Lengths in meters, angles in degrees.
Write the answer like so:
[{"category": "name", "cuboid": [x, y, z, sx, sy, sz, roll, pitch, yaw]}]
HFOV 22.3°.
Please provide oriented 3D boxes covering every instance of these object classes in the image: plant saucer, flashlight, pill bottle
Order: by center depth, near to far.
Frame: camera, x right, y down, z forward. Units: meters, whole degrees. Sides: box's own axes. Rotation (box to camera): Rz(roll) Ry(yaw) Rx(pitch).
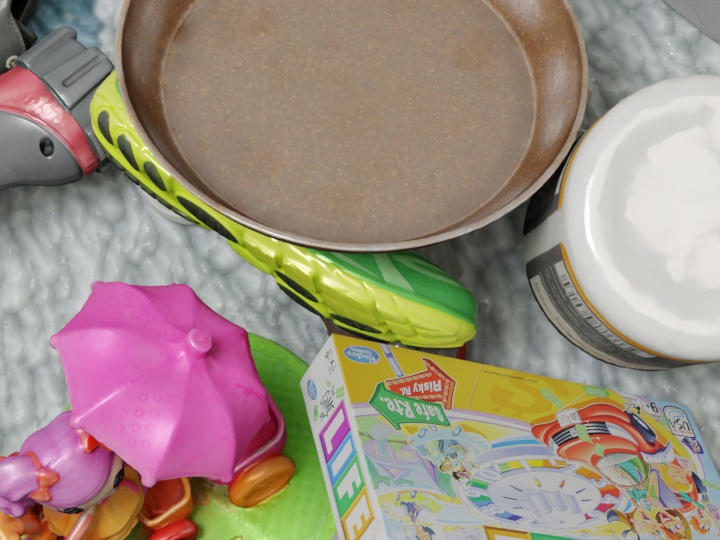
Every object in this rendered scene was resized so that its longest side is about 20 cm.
[{"category": "plant saucer", "cuboid": [-0.004, -0.084, 0.779, 0.199, 0.035, 0.201, 3, 57, -5]}, {"category": "pill bottle", "cuboid": [0.133, -0.014, 0.811, 0.116, 0.200, 0.117, 0, 86, -2]}, {"category": "flashlight", "cuboid": [-0.192, -0.028, 0.837, 0.200, 0.068, 0.068, -42, 117, -16]}]

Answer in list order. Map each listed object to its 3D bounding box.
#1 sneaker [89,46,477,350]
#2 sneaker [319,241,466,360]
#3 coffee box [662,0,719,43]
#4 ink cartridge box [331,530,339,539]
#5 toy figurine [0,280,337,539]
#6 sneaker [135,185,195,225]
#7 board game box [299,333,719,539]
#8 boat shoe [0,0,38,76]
[{"category": "sneaker", "cuboid": [-0.025, -0.037, 0.808, 0.200, 0.074, 0.084, 37, 79, 2]}, {"category": "sneaker", "cuboid": [0.000, 0.000, 0.888, 0.082, 0.077, 0.201, -5, 83, 26]}, {"category": "coffee box", "cuboid": [0.199, -0.228, 0.894, 0.114, 0.080, 0.200, 39, 86, 3]}, {"category": "ink cartridge box", "cuboid": [0.067, 0.189, 0.830, 0.200, 0.067, 0.117, 27, 111, -9]}, {"category": "toy figurine", "cuboid": [-0.105, 0.078, 0.792, 0.200, 0.184, 0.150, -31, 69, -8]}, {"category": "sneaker", "cuboid": [-0.083, -0.126, 0.867, 0.073, 0.116, 0.201, 2, 86, -2]}, {"category": "board game box", "cuboid": [0.080, 0.104, 0.803, 0.199, 0.034, 0.135, 12, 40, -28]}, {"category": "boat shoe", "cuboid": [-0.184, -0.117, 0.889, 0.056, 0.069, 0.201, 19, 82, 2]}]
